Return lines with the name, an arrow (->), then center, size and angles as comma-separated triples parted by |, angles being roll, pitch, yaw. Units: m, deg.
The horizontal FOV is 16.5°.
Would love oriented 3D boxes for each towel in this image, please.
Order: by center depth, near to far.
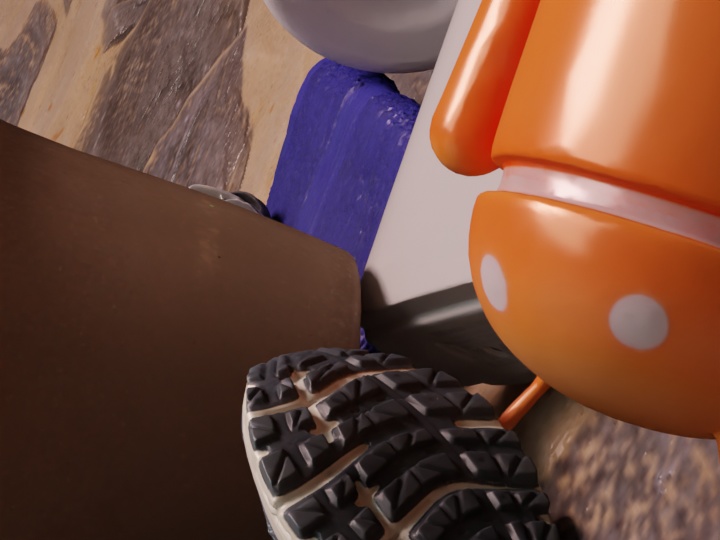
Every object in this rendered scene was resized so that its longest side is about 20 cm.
towel -> 0.000, 0.000, 0.982 | 0.200, 0.049, 0.148 | -137, 66, -70

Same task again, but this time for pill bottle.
pill bottle -> 0.014, -0.180, 1.044 | 0.120, 0.120, 0.200 | -54, 19, 29

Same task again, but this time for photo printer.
photo printer -> 0.080, -0.067, 0.809 | 0.166, 0.069, 0.200 | -17, 50, 65

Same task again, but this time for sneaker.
sneaker -> 0.019, 0.107, 0.643 | 0.200, 0.078, 0.086 | 56, 139, 31

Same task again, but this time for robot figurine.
robot figurine -> 0.099, -0.042, 0.652 | 0.117, 0.144, 0.200 | 167, 122, -86

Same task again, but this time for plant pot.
plant pot -> -0.092, 0.037, 0.824 | 0.200, 0.174, 0.201 | -174, 90, -85

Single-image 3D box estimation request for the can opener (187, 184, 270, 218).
can opener -> -0.099, 0.053, 1.011 | 0.200, 0.053, 0.067 | -54, -13, 4
